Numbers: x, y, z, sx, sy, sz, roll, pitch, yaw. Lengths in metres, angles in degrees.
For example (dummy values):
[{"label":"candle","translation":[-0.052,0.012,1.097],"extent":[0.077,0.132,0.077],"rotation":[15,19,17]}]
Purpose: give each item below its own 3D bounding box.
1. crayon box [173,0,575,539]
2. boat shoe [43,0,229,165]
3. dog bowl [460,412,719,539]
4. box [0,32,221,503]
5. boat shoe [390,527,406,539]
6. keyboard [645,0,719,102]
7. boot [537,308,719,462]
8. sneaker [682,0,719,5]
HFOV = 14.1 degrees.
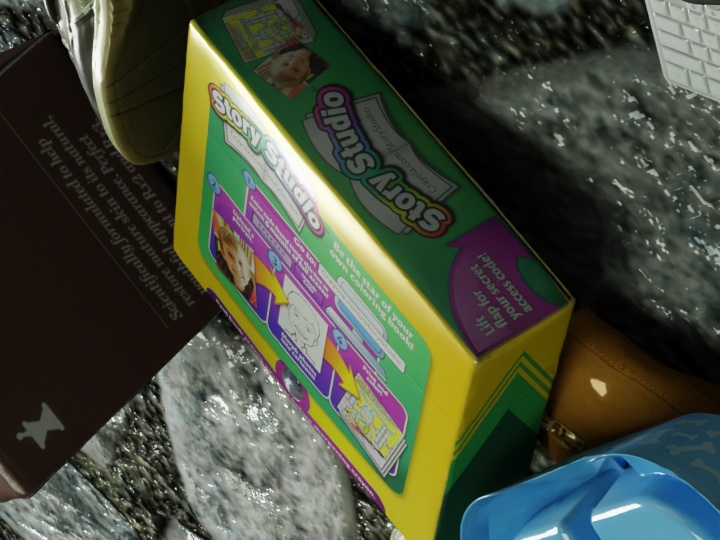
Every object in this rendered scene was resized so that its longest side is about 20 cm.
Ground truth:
[{"label":"crayon box","translation":[0.000,0.000,1.243],"extent":[0.200,0.058,0.173],"rotation":[50,154,23]},{"label":"boat shoe","translation":[-0.104,-0.133,1.249],"extent":[0.066,0.072,0.201],"rotation":[39,153,32]},{"label":"dog bowl","translation":[0.118,0.116,1.172],"extent":[0.112,0.050,0.200],"rotation":[57,151,-3]},{"label":"box","translation":[-0.201,0.008,1.455],"extent":[0.166,0.164,0.200],"rotation":[53,151,-14]},{"label":"boat shoe","translation":[0.045,0.160,1.437],"extent":[0.073,0.063,0.200],"rotation":[35,150,19]},{"label":"keyboard","translation":[0.184,-0.056,1.022],"extent":[0.200,0.011,0.056],"rotation":[24,146,34]},{"label":"boot","translation":[0.131,0.109,1.263],"extent":[0.144,0.071,0.201],"rotation":[37,148,26]},{"label":"sneaker","translation":[0.181,-0.093,0.909],"extent":[0.200,0.074,0.089],"rotation":[-5,129,50]}]
